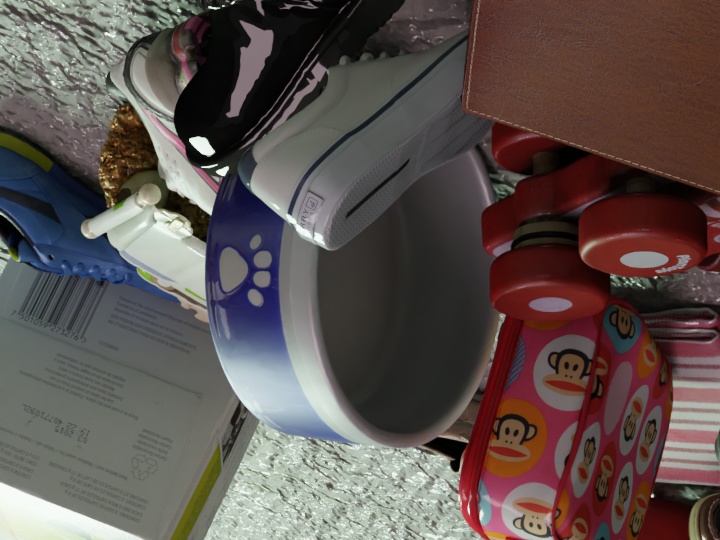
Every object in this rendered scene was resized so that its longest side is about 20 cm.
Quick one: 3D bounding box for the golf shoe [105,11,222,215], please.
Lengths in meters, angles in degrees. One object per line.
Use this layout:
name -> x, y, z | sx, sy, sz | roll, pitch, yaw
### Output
golf shoe -> -0.073, -0.064, 1.299 | 0.092, 0.073, 0.201 | -17, 117, 36

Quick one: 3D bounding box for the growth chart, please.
growth chart -> -0.089, 0.010, 1.383 | 0.199, 0.018, 0.144 | 33, 158, -23

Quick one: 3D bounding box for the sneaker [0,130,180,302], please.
sneaker -> -0.199, -0.017, 1.504 | 0.199, 0.079, 0.066 | 31, 150, -16

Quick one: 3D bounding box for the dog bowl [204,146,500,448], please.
dog bowl -> 0.000, 0.000, 1.241 | 0.078, 0.201, 0.200 | 2, 145, 35

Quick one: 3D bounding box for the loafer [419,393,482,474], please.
loafer -> 0.064, 0.120, 1.547 | 0.199, 0.063, 0.072 | 24, 152, 0

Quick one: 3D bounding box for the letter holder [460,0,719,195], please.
letter holder -> 0.159, -0.123, 1.013 | 0.199, 0.101, 0.142 | 19, 150, 10

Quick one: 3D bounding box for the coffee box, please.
coffee box -> -0.198, 0.121, 1.608 | 0.199, 0.201, 0.198 | 22, 153, 6

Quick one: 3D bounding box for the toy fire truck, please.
toy fire truck -> 0.167, -0.035, 1.167 | 0.167, 0.113, 0.200 | 13, 156, -28

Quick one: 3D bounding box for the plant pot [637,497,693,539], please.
plant pot -> 0.219, 0.261, 1.532 | 0.181, 0.201, 0.201 | -3, 143, 31

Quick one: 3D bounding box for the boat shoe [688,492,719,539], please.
boat shoe -> 0.319, 0.182, 1.433 | 0.199, 0.073, 0.072 | 17, 148, -14

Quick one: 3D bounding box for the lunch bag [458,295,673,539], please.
lunch bag -> 0.125, 0.115, 1.282 | 0.081, 0.177, 0.200 | 10, 163, 22

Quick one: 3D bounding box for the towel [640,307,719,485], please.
towel -> 0.199, 0.084, 1.421 | 0.146, 0.030, 0.200 | 3, 146, 31

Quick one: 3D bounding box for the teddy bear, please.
teddy bear -> -0.080, -0.037, 1.385 | 0.199, 0.067, 0.145 | 28, 150, -8

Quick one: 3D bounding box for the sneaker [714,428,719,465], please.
sneaker -> 0.263, 0.106, 1.328 | 0.087, 0.076, 0.200 | -4, 145, 10

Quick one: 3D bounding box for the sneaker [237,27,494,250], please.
sneaker -> 0.017, -0.088, 1.103 | 0.071, 0.200, 0.073 | 35, 137, 19

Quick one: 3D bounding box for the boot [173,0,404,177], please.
boot -> -0.080, -0.155, 1.135 | 0.157, 0.080, 0.211 | 29, 129, -21
